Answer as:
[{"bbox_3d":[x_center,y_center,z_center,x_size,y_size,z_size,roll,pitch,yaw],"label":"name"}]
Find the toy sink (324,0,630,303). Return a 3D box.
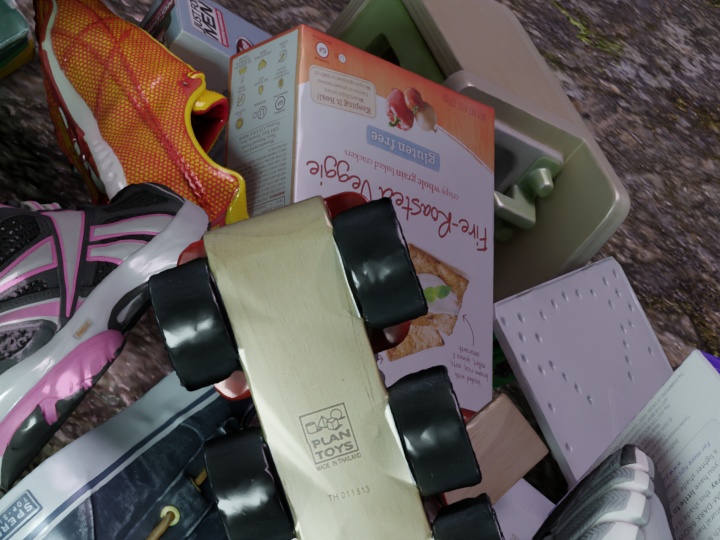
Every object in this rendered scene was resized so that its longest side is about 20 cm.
[{"bbox_3d":[0.046,-0.071,1.223,0.112,0.130,0.200,22,30,-37],"label":"toy sink"}]

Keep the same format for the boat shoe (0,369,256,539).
[{"bbox_3d":[-0.072,0.096,0.829,0.091,0.071,0.200,50,26,1],"label":"boat shoe"}]

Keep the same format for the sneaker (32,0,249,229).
[{"bbox_3d":[-0.108,-0.078,0.994,0.077,0.073,0.200,-19,54,-14],"label":"sneaker"}]

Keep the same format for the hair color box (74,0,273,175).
[{"bbox_3d":[-0.042,-0.057,1.099,0.200,0.099,0.061,28,26,-27],"label":"hair color box"}]

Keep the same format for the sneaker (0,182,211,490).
[{"bbox_3d":[-0.124,-0.001,0.814,0.086,0.080,0.200,40,20,-5],"label":"sneaker"}]

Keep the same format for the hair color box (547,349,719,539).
[{"bbox_3d":[0.179,0.142,0.890,0.065,0.109,0.200,20,26,-43],"label":"hair color box"}]

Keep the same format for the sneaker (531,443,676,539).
[{"bbox_3d":[0.116,0.161,0.830,0.115,0.075,0.200,39,33,-7],"label":"sneaker"}]

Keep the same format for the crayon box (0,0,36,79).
[{"bbox_3d":[-0.203,-0.142,0.959,0.127,0.051,0.200,57,-5,-5],"label":"crayon box"}]

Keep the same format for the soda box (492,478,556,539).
[{"bbox_3d":[0.051,0.162,0.893,0.068,0.064,0.200,40,22,-1],"label":"soda box"}]

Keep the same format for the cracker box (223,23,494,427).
[{"bbox_3d":[0.000,0.000,0.992,0.134,0.058,0.200,19,65,-40],"label":"cracker box"}]

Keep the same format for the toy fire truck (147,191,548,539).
[{"bbox_3d":[0.008,0.059,0.836,0.200,0.128,0.176,61,10,-88],"label":"toy fire truck"}]

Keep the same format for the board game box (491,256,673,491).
[{"bbox_3d":[0.140,0.099,1.112,0.200,0.026,0.200,64,26,4],"label":"board game box"}]
